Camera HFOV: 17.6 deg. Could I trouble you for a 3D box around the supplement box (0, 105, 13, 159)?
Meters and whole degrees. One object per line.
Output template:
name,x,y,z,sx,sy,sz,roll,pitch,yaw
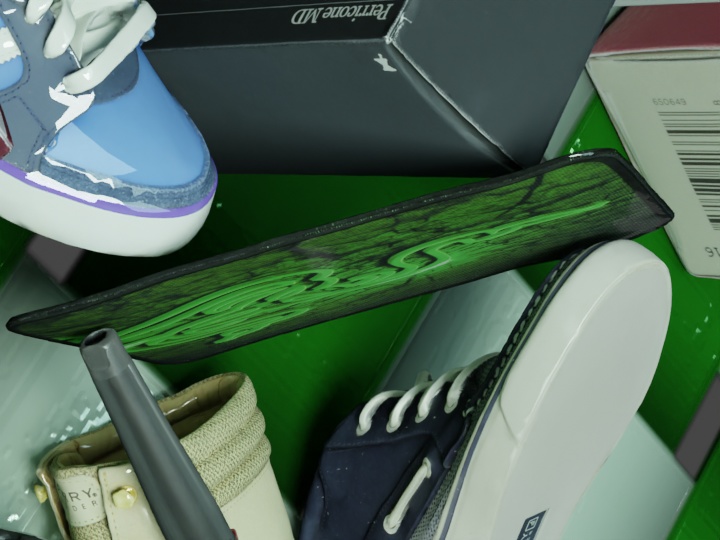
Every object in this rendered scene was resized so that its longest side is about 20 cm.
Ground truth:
supplement box,-0.208,-0.027,0.630,0.200,0.061,0.109,-33,119,1

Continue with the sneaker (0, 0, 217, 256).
sneaker,-0.099,-0.110,0.686,0.200,0.147,0.081,38,35,-3

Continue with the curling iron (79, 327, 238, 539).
curling iron,-0.039,0.097,0.781,0.049,0.026,0.200,-33,115,-2

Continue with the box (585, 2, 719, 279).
box,0.213,-0.103,1.032,0.200,0.109,0.128,-46,120,-30

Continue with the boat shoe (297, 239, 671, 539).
boat shoe,0.036,0.058,0.848,0.075,0.093,0.201,-9,130,-47

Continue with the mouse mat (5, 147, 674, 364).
mouse mat,0.000,0.000,0.766,0.161,0.199,0.008,23,54,-73

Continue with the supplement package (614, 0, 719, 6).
supplement package,0.119,-0.192,0.882,0.111,0.200,0.156,51,61,-31

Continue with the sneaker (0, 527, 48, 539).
sneaker,-0.170,0.140,0.725,0.199,0.075,0.081,-19,116,-23

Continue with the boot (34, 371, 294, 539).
boot,-0.085,0.140,0.804,0.200,0.073,0.156,-34,114,-37

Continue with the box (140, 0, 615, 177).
box,-0.007,-0.108,0.774,0.079,0.200,0.141,43,66,-34
